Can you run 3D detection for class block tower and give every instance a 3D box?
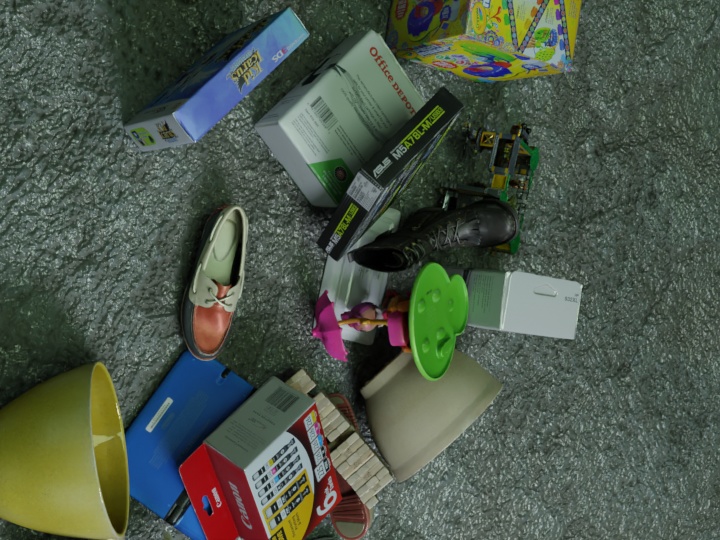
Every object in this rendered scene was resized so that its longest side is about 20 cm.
[{"bbox_3d":[-0.033,0.225,1.367,0.058,0.054,0.201,-39,87,-2],"label":"block tower"}]

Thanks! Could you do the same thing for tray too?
[{"bbox_3d":[0.000,0.000,1.443,0.106,0.022,0.203,15,85,-33],"label":"tray"}]

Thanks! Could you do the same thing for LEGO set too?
[{"bbox_3d":[0.183,-0.126,1.520,0.153,0.115,0.203,8,93,-61],"label":"LEGO set"}]

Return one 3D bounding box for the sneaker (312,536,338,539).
[{"bbox_3d":[-0.092,0.415,1.375,0.198,0.082,0.076,-14,100,-31],"label":"sneaker"}]

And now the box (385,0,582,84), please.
[{"bbox_3d":[0.171,-0.354,1.423,0.190,0.199,0.124,10,88,-31],"label":"box"}]

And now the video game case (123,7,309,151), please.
[{"bbox_3d":[-0.178,-0.229,1.223,0.200,0.180,0.046,-47,115,-21],"label":"video game case"}]

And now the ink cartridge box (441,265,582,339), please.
[{"bbox_3d":[0.199,0.044,1.464,0.143,0.199,0.085,9,88,-32],"label":"ink cartridge box"}]

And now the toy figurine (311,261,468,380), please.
[{"bbox_3d":[0.029,0.061,1.358,0.200,0.182,0.152,-30,115,-60],"label":"toy figurine"}]

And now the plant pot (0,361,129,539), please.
[{"bbox_3d":[-0.354,0.216,1.154,0.140,0.200,0.203,-9,99,-5],"label":"plant pot"}]

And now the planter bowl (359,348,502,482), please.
[{"bbox_3d":[0.083,0.179,1.424,0.200,0.200,0.135,-40,85,-23],"label":"planter bowl"}]

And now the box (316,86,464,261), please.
[{"bbox_3d":[0.037,-0.125,1.341,0.047,0.200,0.194,39,58,2],"label":"box"}]

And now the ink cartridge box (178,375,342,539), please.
[{"bbox_3d":[-0.123,0.273,1.294,0.175,0.083,0.202,-42,138,-30],"label":"ink cartridge box"}]

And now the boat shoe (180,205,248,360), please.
[{"bbox_3d":[-0.182,0.015,1.295,0.070,0.062,0.203,14,81,-25],"label":"boat shoe"}]

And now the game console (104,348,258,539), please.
[{"bbox_3d":[-0.211,0.234,1.328,0.170,0.118,0.201,34,73,3],"label":"game console"}]

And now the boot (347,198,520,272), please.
[{"bbox_3d":[0.102,-0.038,1.381,0.174,0.198,0.070,-31,112,-50],"label":"boot"}]

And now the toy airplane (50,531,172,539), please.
[{"bbox_3d":[-0.301,0.373,1.204,0.199,0.198,0.143,23,53,-40],"label":"toy airplane"}]

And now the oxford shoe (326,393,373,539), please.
[{"bbox_3d":[-0.022,0.275,1.433,0.075,0.069,0.203,5,78,-74],"label":"oxford shoe"}]

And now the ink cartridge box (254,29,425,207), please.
[{"bbox_3d":[-0.023,-0.207,1.378,0.200,0.083,0.147,-46,114,-20],"label":"ink cartridge box"}]
